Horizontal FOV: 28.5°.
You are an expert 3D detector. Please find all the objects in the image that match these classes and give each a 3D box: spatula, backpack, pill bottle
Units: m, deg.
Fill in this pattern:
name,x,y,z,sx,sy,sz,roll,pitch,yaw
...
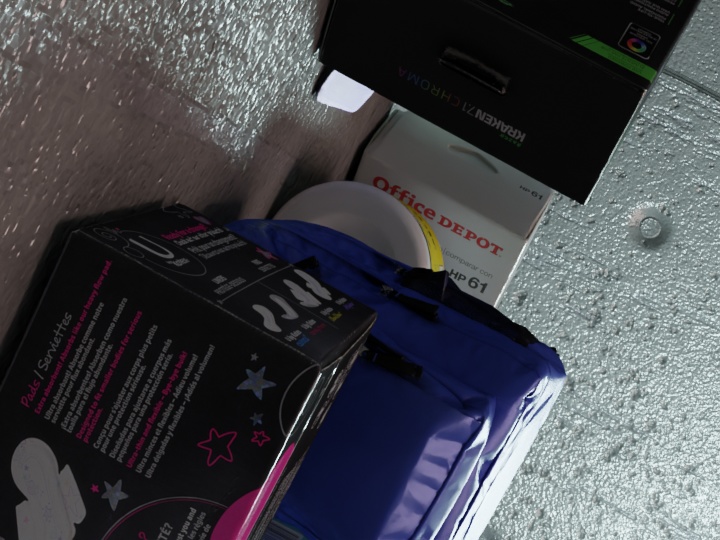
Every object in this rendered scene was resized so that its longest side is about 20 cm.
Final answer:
name,x,y,z,sx,sy,sz,roll,pitch,yaw
spatula,0.012,-0.128,0.917,0.057,0.021,0.200,-50,178,11
backpack,-0.015,0.059,0.745,0.163,0.199,0.168,-60,163,3
pill bottle,0.000,0.000,0.969,0.112,0.111,0.200,-62,174,2

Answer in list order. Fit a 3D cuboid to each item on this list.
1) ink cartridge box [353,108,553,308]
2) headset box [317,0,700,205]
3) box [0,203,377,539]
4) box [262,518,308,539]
name,x,y,z,sx,sy,sz,roll,pitch,yaw
ink cartridge box,0.047,-0.006,1.138,0.085,0.144,0.201,-53,169,-52
headset box,0.095,-0.155,0.800,0.200,0.174,0.093,-54,171,-40
box,-0.095,0.086,0.609,0.201,0.114,0.132,-62,174,12
box,-0.095,0.241,0.831,0.201,0.049,0.082,-65,173,10
